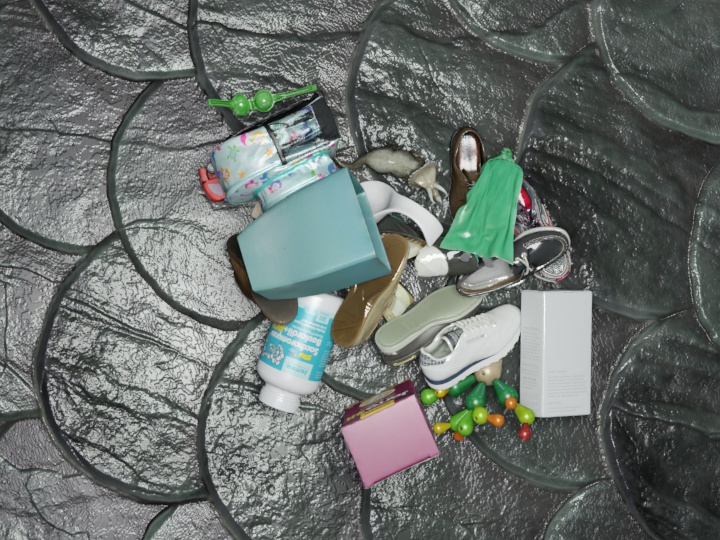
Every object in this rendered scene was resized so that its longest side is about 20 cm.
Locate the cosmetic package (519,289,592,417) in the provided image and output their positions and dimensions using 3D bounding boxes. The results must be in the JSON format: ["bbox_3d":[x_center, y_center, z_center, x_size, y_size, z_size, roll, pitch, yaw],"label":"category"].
[{"bbox_3d":[0.318,0.134,1.633,0.100,0.074,0.205,1,89,-25],"label":"cosmetic package"}]

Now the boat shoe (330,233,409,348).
[{"bbox_3d":[0.021,0.032,1.600,0.071,0.064,0.202,38,103,27],"label":"boat shoe"}]

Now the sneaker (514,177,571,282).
[{"bbox_3d":[0.278,-0.070,1.644,0.080,0.075,0.202,-33,91,2],"label":"sneaker"}]

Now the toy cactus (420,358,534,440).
[{"bbox_3d":[0.202,0.202,1.636,0.197,0.103,0.167,2,54,36],"label":"toy cactus"}]

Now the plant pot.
[{"bbox_3d":[-0.075,-0.039,1.514,0.197,0.141,0.144,-21,76,8],"label":"plant pot"}]

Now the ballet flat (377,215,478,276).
[{"bbox_3d":[0.095,-0.027,1.615,0.198,0.069,0.068,24,48,36],"label":"ballet flat"}]

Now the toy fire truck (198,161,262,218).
[{"bbox_3d":[-0.159,-0.134,1.666,0.196,0.049,0.144,-19,90,1],"label":"toy fire truck"}]

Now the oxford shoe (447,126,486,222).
[{"bbox_3d":[0.178,-0.135,1.642,0.071,0.084,0.205,-9,92,0],"label":"oxford shoe"}]

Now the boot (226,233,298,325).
[{"bbox_3d":[-0.156,0.028,1.618,0.072,0.076,0.201,-17,48,-24],"label":"boot"}]

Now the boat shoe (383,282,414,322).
[{"bbox_3d":[0.000,0.000,1.656,0.200,0.073,0.063,43,94,-9],"label":"boat shoe"}]

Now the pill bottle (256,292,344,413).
[{"bbox_3d":[-0.103,0.125,1.638,0.109,0.111,0.204,19,91,1],"label":"pill bottle"}]

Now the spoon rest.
[{"bbox_3d":[0.041,-0.098,1.616,0.198,0.061,0.100,21,58,36],"label":"spoon rest"}]

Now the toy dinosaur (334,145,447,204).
[{"bbox_3d":[0.055,-0.176,1.634,0.197,0.102,0.078,23,91,0],"label":"toy dinosaur"}]

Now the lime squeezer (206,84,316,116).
[{"bbox_3d":[-0.172,-0.286,1.659,0.197,0.071,0.038,-13,73,-28],"label":"lime squeezer"}]

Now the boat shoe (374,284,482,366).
[{"bbox_3d":[0.117,0.090,1.659,0.198,0.072,0.061,-27,135,-10],"label":"boat shoe"}]

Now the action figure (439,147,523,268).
[{"bbox_3d":[0.208,-0.106,1.568,0.116,0.055,0.203,15,68,11],"label":"action figure"}]

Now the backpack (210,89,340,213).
[{"bbox_3d":[-0.129,-0.169,1.552,0.196,0.178,0.153,-20,88,-7],"label":"backpack"}]

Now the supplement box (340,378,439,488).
[{"bbox_3d":[0.045,0.255,1.593,0.129,0.200,0.105,-24,91,1],"label":"supplement box"}]

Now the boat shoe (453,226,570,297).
[{"bbox_3d":[0.242,-0.010,1.606,0.196,0.061,0.075,-17,114,17],"label":"boat shoe"}]

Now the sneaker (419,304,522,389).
[{"bbox_3d":[0.182,0.110,1.624,0.198,0.076,0.081,-35,130,-16],"label":"sneaker"}]
